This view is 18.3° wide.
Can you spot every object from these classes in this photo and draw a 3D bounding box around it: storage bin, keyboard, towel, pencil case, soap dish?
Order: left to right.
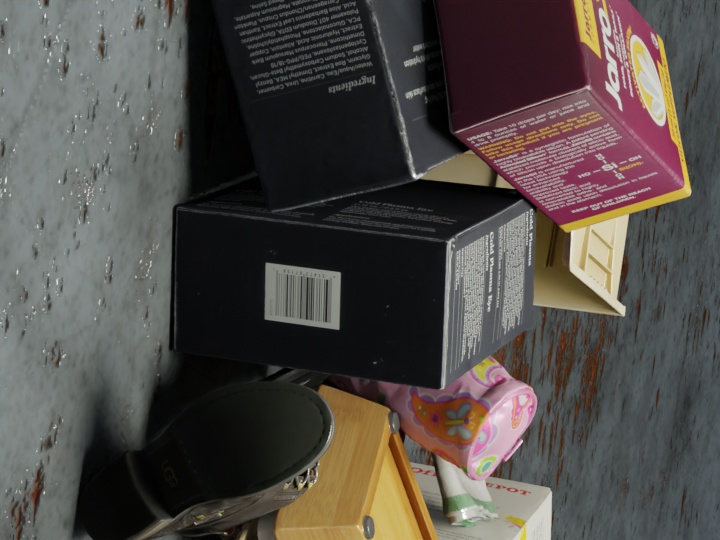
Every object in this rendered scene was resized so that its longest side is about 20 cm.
[{"bbox_3d":[-0.066,0.088,1.556,0.021,0.127,0.200,55,24,7],"label":"keyboard"},{"bbox_3d":[0.000,0.206,1.626,0.157,0.081,0.200,-73,149,-52],"label":"soap dish"},{"bbox_3d":[0.034,0.073,1.665,0.087,0.200,0.088,-39,147,-32],"label":"pencil case"},{"bbox_3d":[0.070,0.104,1.778,0.149,0.031,0.200,42,36,-78],"label":"towel"},{"bbox_3d":[0.100,-0.038,1.780,0.199,0.200,0.094,32,67,-67],"label":"storage bin"}]

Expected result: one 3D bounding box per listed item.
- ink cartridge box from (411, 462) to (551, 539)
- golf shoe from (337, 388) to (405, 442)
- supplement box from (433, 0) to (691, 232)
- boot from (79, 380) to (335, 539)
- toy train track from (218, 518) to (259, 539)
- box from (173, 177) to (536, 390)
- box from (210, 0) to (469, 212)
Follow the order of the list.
[{"bbox_3d":[0.062,0.270,1.878,0.200,0.147,0.145,-36,132,-61],"label":"ink cartridge box"},{"bbox_3d":[0.009,0.118,1.785,0.092,0.073,0.200,44,57,-67],"label":"golf shoe"},{"bbox_3d":[0.138,-0.127,1.519,0.200,0.103,0.131,33,45,-57],"label":"supplement box"},{"bbox_3d":[-0.073,0.127,1.456,0.174,0.200,0.069,9,59,-63],"label":"boot"},{"bbox_3d":[-0.112,0.236,1.576,0.115,0.032,0.200,93,20,-67],"label":"toy train track"},{"bbox_3d":[0.000,0.000,1.535,0.182,0.200,0.104,-29,123,-63],"label":"box"},{"bbox_3d":[-0.001,-0.161,1.510,0.197,0.117,0.200,-28,103,-64],"label":"box"}]
